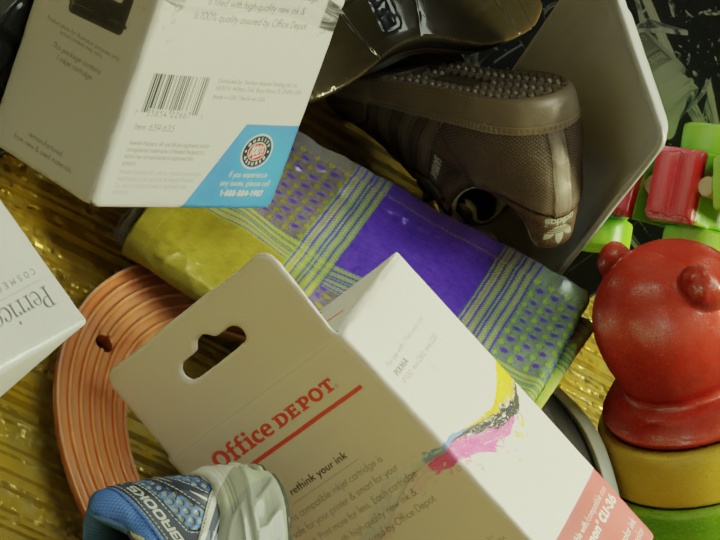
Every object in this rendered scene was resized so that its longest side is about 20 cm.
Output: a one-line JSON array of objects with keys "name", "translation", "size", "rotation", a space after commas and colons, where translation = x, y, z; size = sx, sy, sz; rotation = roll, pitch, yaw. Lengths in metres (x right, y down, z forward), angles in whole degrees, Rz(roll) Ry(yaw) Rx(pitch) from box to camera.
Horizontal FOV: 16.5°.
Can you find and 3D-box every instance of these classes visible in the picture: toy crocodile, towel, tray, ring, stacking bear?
[{"name": "toy crocodile", "translation": [0.131, -0.042, 1.190], "size": [0.062, 0.200, 0.068], "rotation": [13, 87, -38]}, {"name": "towel", "translation": [0.000, 0.000, 1.097], "size": [0.199, 0.023, 0.144], "rotation": [31, 35, 8]}, {"name": "tray", "translation": [0.092, -0.050, 1.170], "size": [0.022, 0.200, 0.108], "rotation": [-1, 59, -25]}, {"name": "ring", "translation": [-0.050, 0.086, 1.051], "size": [0.200, 0.019, 0.201], "rotation": [28, 44, -30]}, {"name": "stacking bear", "translation": [0.159, 0.078, 1.144], "size": [0.113, 0.121, 0.201], "rotation": [-28, 117, -23]}]

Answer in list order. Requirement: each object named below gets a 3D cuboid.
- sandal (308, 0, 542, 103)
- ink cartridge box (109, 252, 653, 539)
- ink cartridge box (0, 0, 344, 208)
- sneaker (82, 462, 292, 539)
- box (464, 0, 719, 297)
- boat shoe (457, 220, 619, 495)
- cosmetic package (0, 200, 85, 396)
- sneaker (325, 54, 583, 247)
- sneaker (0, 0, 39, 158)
[{"name": "sandal", "translation": [0.005, -0.120, 1.162], "size": [0.200, 0.054, 0.082], "rotation": [-30, 96, -40]}, {"name": "ink cartridge box", "translation": [0.007, 0.076, 1.007], "size": [0.200, 0.116, 0.068], "rotation": [48, 37, -8]}, {"name": "ink cartridge box", "translation": [-0.061, -0.129, 1.011], "size": [0.067, 0.201, 0.116], "rotation": [31, 18, 33]}, {"name": "sneaker", "translation": [-0.071, 0.169, 0.924], "size": [0.085, 0.077, 0.201], "rotation": [4, 63, -21]}, {"name": "box", "translation": [0.145, -0.118, 1.282], "size": [0.182, 0.200, 0.104], "rotation": [52, 34, 0]}, {"name": "boat shoe", "translation": [0.056, 0.064, 1.147], "size": [0.060, 0.072, 0.202], "rotation": [3, 51, -40]}, {"name": "cosmetic package", "translation": [-0.235, -0.002, 0.832], "size": [0.200, 0.123, 0.199], "rotation": [55, 36, 1]}, {"name": "sneaker", "translation": [0.037, -0.059, 1.176], "size": [0.070, 0.200, 0.076], "rotation": [-13, 106, -23]}, {"name": "sneaker", "translation": [-0.135, -0.135, 1.041], "size": [0.079, 0.201, 0.075], "rotation": [29, -5, 32]}]
